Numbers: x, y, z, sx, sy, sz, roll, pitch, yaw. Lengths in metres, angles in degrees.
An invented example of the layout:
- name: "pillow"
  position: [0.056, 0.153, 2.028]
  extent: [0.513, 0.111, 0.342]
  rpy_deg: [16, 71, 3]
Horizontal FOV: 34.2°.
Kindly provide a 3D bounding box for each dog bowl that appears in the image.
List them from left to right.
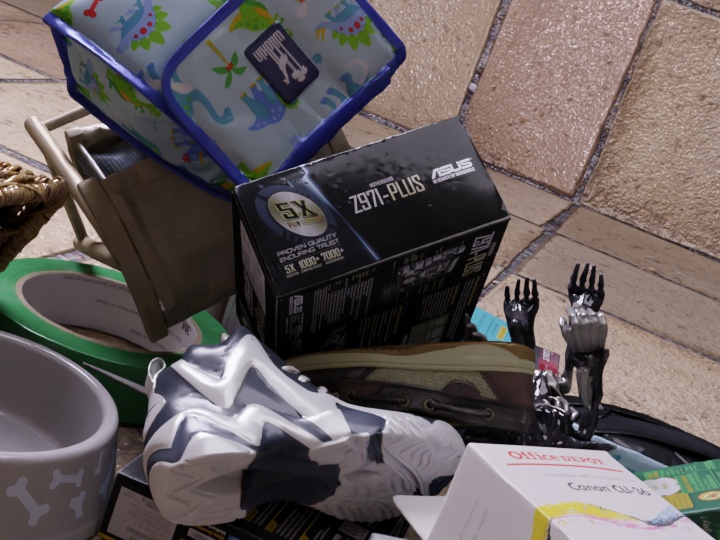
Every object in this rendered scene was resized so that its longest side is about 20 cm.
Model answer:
- name: "dog bowl"
  position: [-0.237, 0.091, 0.699]
  extent: [0.199, 0.059, 0.200]
  rpy_deg: [19, 15, -5]

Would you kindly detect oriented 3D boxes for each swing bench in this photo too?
- name: "swing bench"
  position: [-0.130, -0.074, 0.933]
  extent: [0.198, 0.130, 0.200]
  rpy_deg: [-28, 35, -19]

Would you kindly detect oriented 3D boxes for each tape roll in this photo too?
- name: "tape roll"
  position: [-0.201, 0.051, 0.910]
  extent: [0.200, 0.048, 0.200]
  rpy_deg: [19, 15, -5]

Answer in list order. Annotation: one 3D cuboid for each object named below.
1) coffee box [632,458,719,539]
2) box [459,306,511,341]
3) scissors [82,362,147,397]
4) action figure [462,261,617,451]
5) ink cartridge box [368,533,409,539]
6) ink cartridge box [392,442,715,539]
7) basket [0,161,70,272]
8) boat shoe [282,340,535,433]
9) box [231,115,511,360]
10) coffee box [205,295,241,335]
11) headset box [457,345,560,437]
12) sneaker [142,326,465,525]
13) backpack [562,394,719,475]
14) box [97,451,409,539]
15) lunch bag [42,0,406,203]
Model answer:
- name: "coffee box"
  position: [0.159, 0.170, 0.762]
  extent: [0.199, 0.044, 0.123]
  rpy_deg: [-11, 2, 8]
- name: "box"
  position: [0.035, 0.035, 0.974]
  extent: [0.199, 0.049, 0.082]
  rpy_deg: [27, 16, 7]
- name: "scissors"
  position: [-0.093, 0.101, 0.757]
  extent: [0.199, 0.014, 0.073]
  rpy_deg: [20, 16, -3]
- name: "action figure"
  position: [0.122, 0.069, 0.828]
  extent: [0.118, 0.102, 0.200]
  rpy_deg: [-6, 31, 19]
- name: "ink cartridge box"
  position: [0.097, 0.225, 0.616]
  extent: [0.199, 0.083, 0.146]
  rpy_deg: [16, 16, -20]
- name: "ink cartridge box"
  position: [0.118, 0.150, 0.613]
  extent: [0.116, 0.068, 0.200]
  rpy_deg: [10, 18, -38]
- name: "basket"
  position: [-0.312, -0.004, 0.761]
  extent: [0.149, 0.143, 0.200]
  rpy_deg: [20, 17, 18]
- name: "boat shoe"
  position: [0.017, 0.087, 0.772]
  extent: [0.199, 0.065, 0.073]
  rpy_deg: [-9, -20, 22]
- name: "box"
  position: [0.000, 0.000, 0.824]
  extent: [0.163, 0.200, 0.086]
  rpy_deg: [-19, 67, -13]
- name: "coffee box"
  position: [-0.074, 0.051, 1.017]
  extent: [0.113, 0.080, 0.200]
  rpy_deg: [7, 20, -48]
- name: "headset box"
  position: [0.099, 0.099, 1.089]
  extent: [0.199, 0.075, 0.149]
  rpy_deg: [22, 15, 5]
- name: "sneaker"
  position: [-0.041, 0.084, 0.713]
  extent: [0.198, 0.080, 0.130]
  rpy_deg: [-3, 40, -22]
- name: "backpack"
  position: [0.209, 0.170, 0.890]
  extent: [0.200, 0.154, 0.163]
  rpy_deg: [37, 6, -19]
- name: "box"
  position: [-0.052, 0.149, 0.762]
  extent: [0.159, 0.050, 0.200]
  rpy_deg: [21, 14, 10]
- name: "lunch bag"
  position: [-0.093, -0.154, 0.832]
  extent: [0.200, 0.170, 0.128]
  rpy_deg: [38, -20, 14]
